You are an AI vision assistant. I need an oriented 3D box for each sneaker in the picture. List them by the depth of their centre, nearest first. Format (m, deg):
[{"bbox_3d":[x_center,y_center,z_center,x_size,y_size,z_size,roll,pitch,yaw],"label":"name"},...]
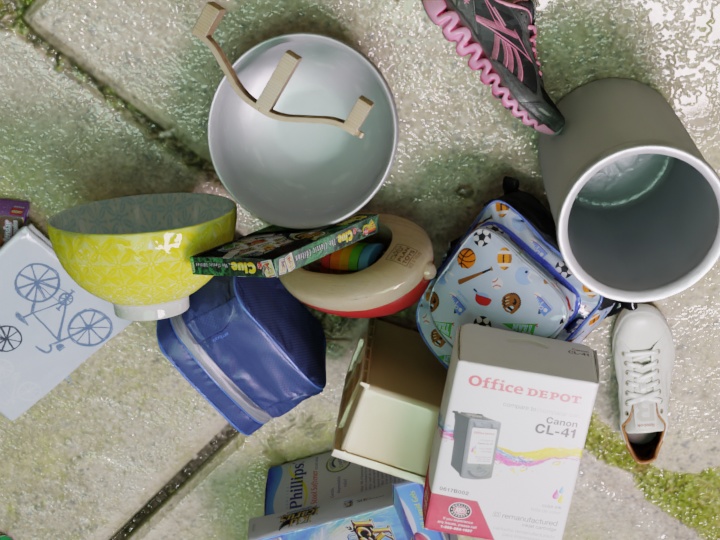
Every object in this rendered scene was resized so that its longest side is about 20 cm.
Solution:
[{"bbox_3d":[0.152,-0.227,1.503,0.095,0.079,0.200,-40,98,5],"label":"sneaker"},{"bbox_3d":[0.334,0.137,1.734,0.072,0.085,0.201,-6,120,6],"label":"sneaker"}]

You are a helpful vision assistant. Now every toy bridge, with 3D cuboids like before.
[{"bbox_3d":[-0.082,-0.187,1.482,0.199,0.027,0.067,33,105,0],"label":"toy bridge"}]

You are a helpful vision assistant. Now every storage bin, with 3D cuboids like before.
[{"bbox_3d":[0.083,0.149,1.657,0.199,0.199,0.094,18,113,-3],"label":"storage bin"}]

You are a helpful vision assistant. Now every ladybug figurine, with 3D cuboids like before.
[{"bbox_3d":[0.000,0.000,1.605,0.199,0.136,0.072,9,139,39],"label":"ladybug figurine"}]

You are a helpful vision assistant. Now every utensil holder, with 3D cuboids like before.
[{"bbox_3d":[0.271,-0.090,1.521,0.169,0.200,0.171,0,119,-1],"label":"utensil holder"}]

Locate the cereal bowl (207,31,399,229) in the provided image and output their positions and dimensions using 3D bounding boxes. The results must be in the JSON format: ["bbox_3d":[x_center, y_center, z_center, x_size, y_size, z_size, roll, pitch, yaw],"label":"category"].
[{"bbox_3d":[-0.055,-0.147,1.543,0.199,0.083,0.201,1,102,6],"label":"cereal bowl"}]

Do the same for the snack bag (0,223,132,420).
[{"bbox_3d":[-0.384,0.065,1.679,0.200,0.021,0.189,-41,128,6],"label":"snack bag"}]

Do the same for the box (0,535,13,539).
[{"bbox_3d":[-0.449,0.436,1.937,0.117,0.048,0.200,-26,116,15],"label":"box"}]

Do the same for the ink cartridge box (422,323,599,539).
[{"bbox_3d":[0.150,0.170,1.508,0.147,0.086,0.201,9,115,1],"label":"ink cartridge box"}]

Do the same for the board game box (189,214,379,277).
[{"bbox_3d":[-0.073,-0.027,1.522,0.104,0.200,0.024,-1,103,32],"label":"board game box"}]

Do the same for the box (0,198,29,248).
[{"bbox_3d":[-0.446,0.009,1.678,0.136,0.039,0.201,6,121,-4],"label":"box"}]

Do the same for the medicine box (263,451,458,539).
[{"bbox_3d":[0.005,0.316,1.831,0.199,0.103,0.183,-16,120,9],"label":"medicine box"}]

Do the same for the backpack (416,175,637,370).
[{"bbox_3d":[0.157,0.037,1.588,0.200,0.154,0.191,45,122,17],"label":"backpack"}]

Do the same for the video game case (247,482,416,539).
[{"bbox_3d":[-0.016,0.360,1.771,0.180,0.046,0.201,-16,120,8],"label":"video game case"}]

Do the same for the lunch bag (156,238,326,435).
[{"bbox_3d":[-0.134,0.084,1.669,0.132,0.136,0.200,-30,118,18],"label":"lunch bag"}]

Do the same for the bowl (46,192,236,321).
[{"bbox_3d":[-0.224,-0.009,1.560,0.199,0.200,0.108,-3,104,2],"label":"bowl"}]
